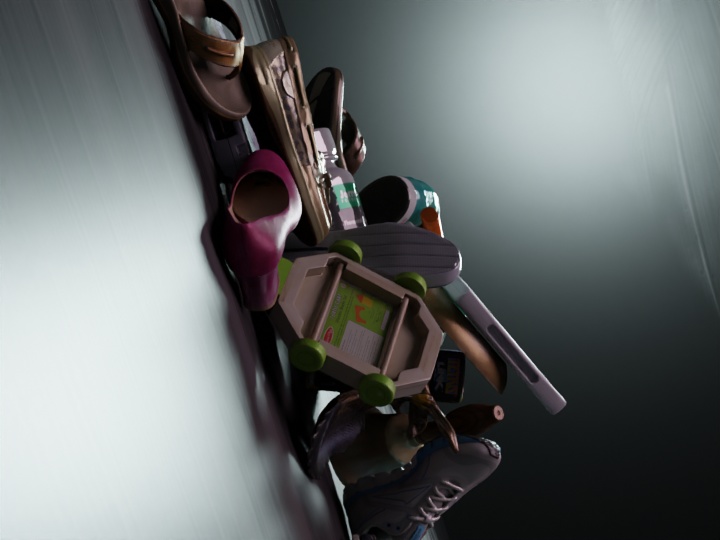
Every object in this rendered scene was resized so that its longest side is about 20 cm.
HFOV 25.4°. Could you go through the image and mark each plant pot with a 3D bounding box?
[{"bbox_3d":[0.091,0.045,1.659,0.200,0.027,0.200,50,2,-2],"label":"plant pot"}]

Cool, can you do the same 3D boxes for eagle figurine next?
[{"bbox_3d":[-0.011,0.107,1.527,0.152,0.200,0.151,33,-64,44],"label":"eagle figurine"}]

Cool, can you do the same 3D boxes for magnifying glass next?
[{"bbox_3d":[0.093,0.004,1.808,0.200,0.022,0.080,72,-8,-48],"label":"magnifying glass"}]

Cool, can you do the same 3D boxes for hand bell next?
[{"bbox_3d":[0.070,0.166,1.643,0.104,0.200,0.104,19,62,-40],"label":"hand bell"}]

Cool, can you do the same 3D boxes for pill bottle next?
[{"bbox_3d":[-0.048,-0.040,1.666,0.113,0.113,0.200,10,63,-87],"label":"pill bottle"}]

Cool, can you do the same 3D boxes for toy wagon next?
[{"bbox_3d":[-0.022,0.037,1.443,0.040,0.200,0.155,-58,-172,40],"label":"toy wagon"}]

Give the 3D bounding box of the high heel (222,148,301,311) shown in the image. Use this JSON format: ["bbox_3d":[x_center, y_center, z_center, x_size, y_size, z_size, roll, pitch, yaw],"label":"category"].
[{"bbox_3d":[-0.092,-0.064,1.395,0.200,0.067,0.096,-83,170,-46],"label":"high heel"}]

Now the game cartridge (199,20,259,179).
[{"bbox_3d":[-0.139,-0.182,1.551,0.133,0.040,0.200,-1,74,-84],"label":"game cartridge"}]

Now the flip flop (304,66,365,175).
[{"bbox_3d":[-0.023,-0.122,1.747,0.081,0.057,0.200,-3,-83,59],"label":"flip flop"}]

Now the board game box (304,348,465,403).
[{"bbox_3d":[0.031,0.107,1.741,0.200,0.165,0.057,35,59,-86],"label":"board game box"}]

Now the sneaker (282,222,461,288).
[{"bbox_3d":[0.000,0.000,1.558,0.071,0.200,0.073,81,14,-49],"label":"sneaker"}]

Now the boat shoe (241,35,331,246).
[{"bbox_3d":[-0.061,-0.123,1.516,0.073,0.063,0.200,2,-69,63],"label":"boat shoe"}]

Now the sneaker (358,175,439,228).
[{"bbox_3d":[0.013,-0.051,1.822,0.121,0.200,0.084,1,68,-51],"label":"sneaker"}]

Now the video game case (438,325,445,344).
[{"bbox_3d":[0.012,0.049,1.858,0.200,0.180,0.026,37,72,-86],"label":"video game case"}]

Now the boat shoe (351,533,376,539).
[{"bbox_3d":[0.041,0.349,1.569,0.075,0.062,0.200,-26,98,-85],"label":"boat shoe"}]

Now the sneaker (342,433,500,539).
[{"bbox_3d":[0.065,0.234,1.610,0.075,0.200,0.087,30,41,-33],"label":"sneaker"}]

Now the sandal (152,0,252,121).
[{"bbox_3d":[-0.135,-0.217,1.417,0.080,0.054,0.200,-68,145,-48],"label":"sandal"}]

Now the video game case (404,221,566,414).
[{"bbox_3d":[0.126,0.047,1.680,0.182,0.023,0.200,49,2,-27],"label":"video game case"}]
